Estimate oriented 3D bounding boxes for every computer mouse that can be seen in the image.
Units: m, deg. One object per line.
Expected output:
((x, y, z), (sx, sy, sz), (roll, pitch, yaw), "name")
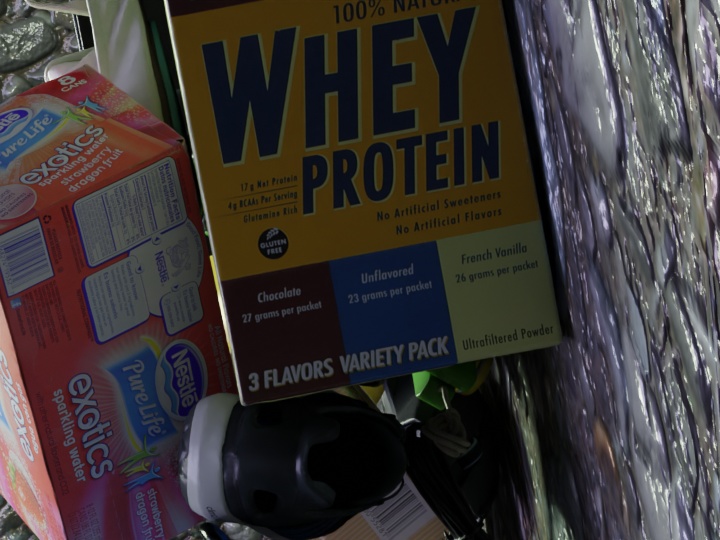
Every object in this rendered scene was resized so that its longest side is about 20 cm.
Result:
((0.064, 0.115, 1.279), (0.141, 0.046, 0.200), (60, -176, -7), "computer mouse")

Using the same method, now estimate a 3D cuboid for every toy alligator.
((0.043, 0.031, 1.248), (0.054, 0.059, 0.200), (-57, 17, 14), "toy alligator")

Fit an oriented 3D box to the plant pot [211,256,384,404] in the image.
((-0.046, 0.032, 1.790), (0.142, 0.199, 0.201), (-36, 60, 55), "plant pot")

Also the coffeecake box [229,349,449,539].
((-0.009, 0.116, 1.408), (0.154, 0.073, 0.200), (51, 180, 12), "coffeecake box")

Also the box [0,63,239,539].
((-0.124, 0.025, 1.111), (0.095, 0.102, 0.201), (39, 148, 46), "box")

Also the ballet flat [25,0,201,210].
((-0.121, -0.115, 1.150), (0.069, 0.069, 0.201), (155, 105, -86), "ballet flat")

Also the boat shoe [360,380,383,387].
((0.019, -0.007, 1.386), (0.201, 0.067, 0.072), (86, 175, -47), "boat shoe")

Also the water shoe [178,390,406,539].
((-0.013, 0.092, 1.118), (0.200, 0.079, 0.072), (5, -90, -70), "water shoe")

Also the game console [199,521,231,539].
((-0.045, 0.213, 1.104), (0.200, 0.118, 0.171), (111, 179, -83), "game console")

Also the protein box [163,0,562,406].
((-0.006, -0.059, 1.074), (0.199, 0.134, 0.201), (-156, 56, -87), "protein box")

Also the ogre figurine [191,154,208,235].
((-0.038, -0.075, 1.264), (0.098, 0.200, 0.120), (27, 101, 36), "ogre figurine")

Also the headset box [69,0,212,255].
((-0.070, -0.108, 1.422), (0.093, 0.199, 0.175), (-109, 10, -68), "headset box")
